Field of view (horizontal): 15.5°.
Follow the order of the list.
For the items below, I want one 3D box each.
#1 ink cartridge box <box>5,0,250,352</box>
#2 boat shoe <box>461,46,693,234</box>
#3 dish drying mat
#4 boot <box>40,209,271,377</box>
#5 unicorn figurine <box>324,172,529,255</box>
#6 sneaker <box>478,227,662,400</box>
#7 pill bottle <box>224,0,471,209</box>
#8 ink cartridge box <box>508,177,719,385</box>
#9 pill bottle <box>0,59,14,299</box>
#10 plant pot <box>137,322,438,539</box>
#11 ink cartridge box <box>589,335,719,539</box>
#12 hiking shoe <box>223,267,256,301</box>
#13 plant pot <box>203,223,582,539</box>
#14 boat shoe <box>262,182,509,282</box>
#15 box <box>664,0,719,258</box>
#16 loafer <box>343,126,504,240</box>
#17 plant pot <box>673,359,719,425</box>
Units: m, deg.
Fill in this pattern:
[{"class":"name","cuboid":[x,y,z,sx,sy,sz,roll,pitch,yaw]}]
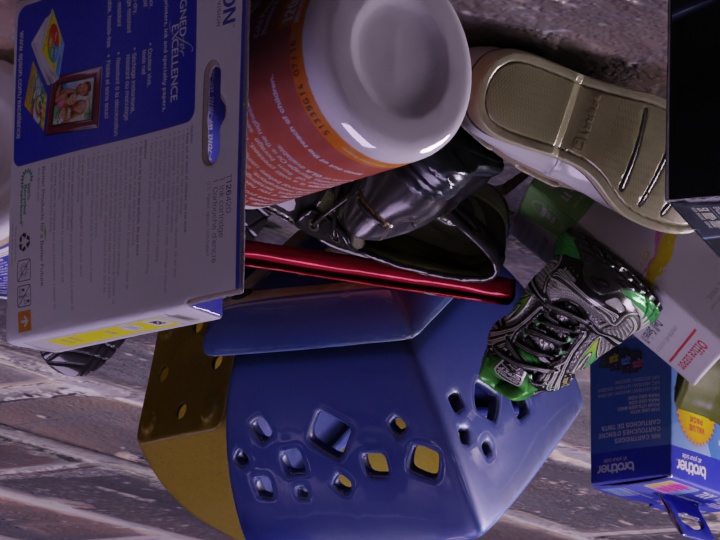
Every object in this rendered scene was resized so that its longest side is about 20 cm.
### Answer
[{"class":"ink cartridge box","cuboid":[-0.113,-0.066,1.409,0.200,0.198,0.047,-10,164,43]},{"class":"boat shoe","cuboid":[0.129,-0.083,1.564,0.200,0.075,0.068,28,177,-33]},{"class":"dish drying mat","cuboid":[0.000,0.000,1.695,0.199,0.018,0.077,8,-178,5]},{"class":"boot","cuboid":[-0.155,-0.026,1.805,0.070,0.200,0.132,52,-177,-28]},{"class":"unicorn figurine","cuboid":[0.002,-0.045,1.713,0.200,0.074,0.137,10,168,-36]},{"class":"sneaker","cuboid":[0.126,0.038,1.640,0.078,0.085,0.200,40,162,6]},{"class":"pill bottle","cuboid":[-0.042,-0.096,1.453,0.112,0.112,0.200,14,161,-38]},{"class":"ink cartridge box","cuboid":[0.195,0.001,1.665,0.200,0.067,0.117,39,167,7]},{"class":"pill bottle","cuboid":[-0.222,-0.048,1.652,0.119,0.120,0.200,1,165,8]},{"class":"plant pot","cuboid":[-0.061,0.109,2.110,0.200,0.195,0.195,25,155,-35]},{"class":"ink cartridge box","cuboid":[0.238,0.106,2.000,0.076,0.201,0.136,-9,162,37]},{"class":"hiking shoe","cuboid":[-0.173,0.007,1.940,0.199,0.075,0.087,3,165,0]},{"class":"plant pot","cuboid":[0.017,0.066,1.838,0.200,0.180,0.200,-5,-158,31]},{"class":"boat shoe","cuboid":[0.001,-0.044,1.626,0.200,0.066,0.072,18,118,-15]},{"class":"box","cuboid":[0.220,-0.087,1.339,0.086,0.164,0.200,-3,164,21]},{"class":"loafer","cuboid":[0.032,-0.061,1.556,0.072,0.073,0.200,-44,174,14]},{"class":"plant pot","cuboid":[0.327,0.057,1.866,0.192,0.201,0.200,14,166,3]}]
